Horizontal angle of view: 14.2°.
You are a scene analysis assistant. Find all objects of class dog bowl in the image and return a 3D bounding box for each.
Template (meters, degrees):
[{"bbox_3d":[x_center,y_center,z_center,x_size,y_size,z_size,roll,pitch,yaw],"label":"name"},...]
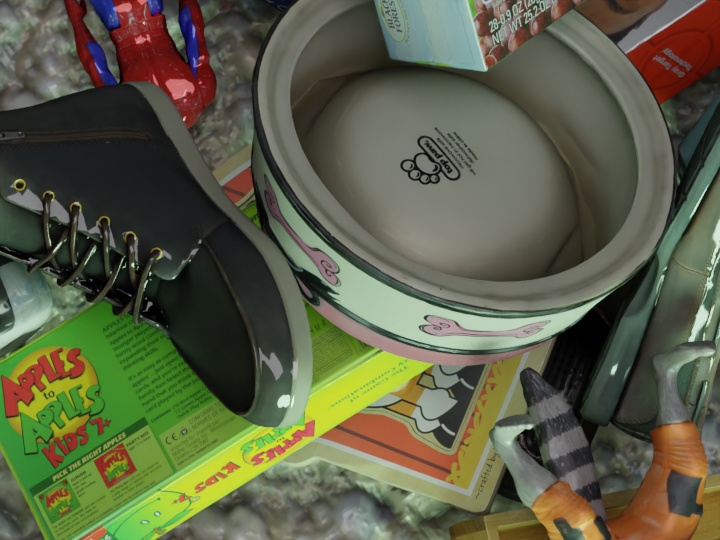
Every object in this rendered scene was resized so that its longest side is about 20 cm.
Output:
[{"bbox_3d":[0.039,-0.044,1.315,0.199,0.074,0.201,10,53,-13],"label":"dog bowl"}]

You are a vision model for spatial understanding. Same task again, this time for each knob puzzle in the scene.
[{"bbox_3d":[0.000,0.000,1.397,0.218,0.030,0.221,-3,76,10],"label":"knob puzzle"}]

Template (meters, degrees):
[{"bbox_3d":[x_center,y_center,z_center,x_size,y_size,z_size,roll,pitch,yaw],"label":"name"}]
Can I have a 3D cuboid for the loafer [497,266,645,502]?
[{"bbox_3d":[0.112,0.017,1.427,0.072,0.071,0.201,15,80,-8],"label":"loafer"}]

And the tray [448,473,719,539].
[{"bbox_3d":[0.142,0.155,1.397,0.199,0.037,0.099,-7,81,-33],"label":"tray"}]

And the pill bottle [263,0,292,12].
[{"bbox_3d":[-0.036,-0.187,1.383,0.199,0.112,0.112,29,78,-24],"label":"pill bottle"}]

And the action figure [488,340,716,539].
[{"bbox_3d":[0.142,0.132,1.330,0.199,0.104,0.195,-24,107,-42],"label":"action figure"}]

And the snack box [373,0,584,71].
[{"bbox_3d":[0.076,-0.209,1.297,0.200,0.067,0.170,-36,122,-37],"label":"snack box"}]

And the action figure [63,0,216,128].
[{"bbox_3d":[-0.115,-0.138,1.422,0.065,0.052,0.201,-18,90,-6],"label":"action figure"}]

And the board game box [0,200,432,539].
[{"bbox_3d":[-0.073,0.047,1.352,0.199,0.048,0.102,-32,64,2],"label":"board game box"}]

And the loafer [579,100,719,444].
[{"bbox_3d":[0.165,-0.005,1.336,0.063,0.072,0.201,24,120,2],"label":"loafer"}]

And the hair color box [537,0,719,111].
[{"bbox_3d":[0.161,-0.158,1.422,0.199,0.061,0.102,-34,59,4],"label":"hair color box"}]

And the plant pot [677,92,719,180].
[{"bbox_3d":[0.265,-0.048,1.409,0.199,0.196,0.197,-27,87,6],"label":"plant pot"}]

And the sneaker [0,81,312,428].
[{"bbox_3d":[-0.105,0.001,1.287,0.106,0.075,0.200,-10,48,-33],"label":"sneaker"}]

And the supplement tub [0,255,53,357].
[{"bbox_3d":[-0.240,-0.034,1.346,0.122,0.123,0.201,-31,88,-13],"label":"supplement tub"}]
